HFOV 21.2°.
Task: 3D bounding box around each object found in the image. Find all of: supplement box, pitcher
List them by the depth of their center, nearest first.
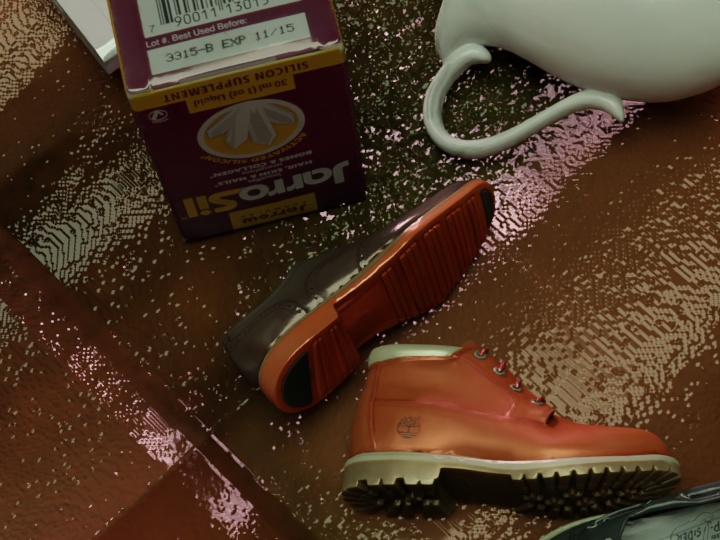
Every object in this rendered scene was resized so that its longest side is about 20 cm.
[{"bbox_3d":[-0.074,-0.115,1.180,0.130,0.200,0.104,-14,66,-1],"label":"supplement box"},{"bbox_3d":[0.141,-0.149,1.232,0.199,0.121,0.173,8,88,20],"label":"pitcher"}]

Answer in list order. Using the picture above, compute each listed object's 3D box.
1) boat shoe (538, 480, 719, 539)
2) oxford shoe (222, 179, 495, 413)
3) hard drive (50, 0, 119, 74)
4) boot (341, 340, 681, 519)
[{"bbox_3d":[0.159,0.171,1.102,0.198,0.066,0.075,-17,81,-3],"label":"boat shoe"},{"bbox_3d":[0.000,0.000,1.198,0.200,0.071,0.072,-38,49,-21],"label":"oxford shoe"},{"bbox_3d":[-0.125,-0.236,1.302,0.200,0.026,0.132,-36,68,-9],"label":"hard drive"},{"bbox_3d":[0.092,0.090,1.149,0.199,0.075,0.108,2,62,8],"label":"boot"}]
